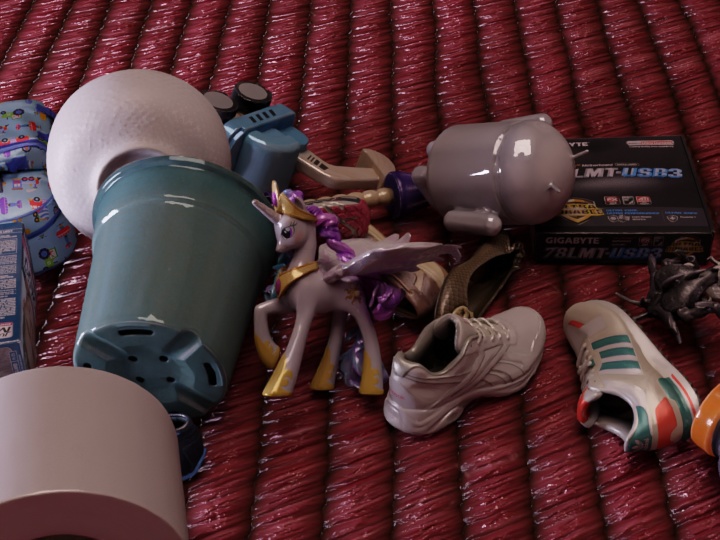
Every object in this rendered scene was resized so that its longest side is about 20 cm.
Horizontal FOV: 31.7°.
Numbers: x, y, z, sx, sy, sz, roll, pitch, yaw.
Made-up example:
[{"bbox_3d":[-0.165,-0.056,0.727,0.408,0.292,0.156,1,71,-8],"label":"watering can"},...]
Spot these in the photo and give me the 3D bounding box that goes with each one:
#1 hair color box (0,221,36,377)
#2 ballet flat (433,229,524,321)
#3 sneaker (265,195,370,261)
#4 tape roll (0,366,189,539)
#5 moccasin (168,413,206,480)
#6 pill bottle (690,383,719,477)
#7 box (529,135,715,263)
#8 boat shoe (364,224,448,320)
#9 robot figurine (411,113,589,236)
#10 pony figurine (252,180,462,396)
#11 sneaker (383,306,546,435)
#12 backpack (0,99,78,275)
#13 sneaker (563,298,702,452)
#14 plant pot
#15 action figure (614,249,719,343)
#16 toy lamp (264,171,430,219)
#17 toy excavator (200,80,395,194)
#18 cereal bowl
[{"bbox_3d":[-0.363,0.049,1.281,0.060,0.101,0.201,-7,38,-8],"label":"hair color box"},{"bbox_3d":[0.128,0.016,1.333,0.046,0.068,0.200,7,32,25],"label":"ballet flat"},{"bbox_3d":[-0.085,-0.048,1.348,0.199,0.081,0.075,-12,46,18],"label":"sneaker"},{"bbox_3d":[-0.238,0.195,1.005,0.201,0.204,0.140,-8,37,-7],"label":"tape roll"},{"bbox_3d":[-0.241,0.145,1.177,0.198,0.069,0.081,0,38,4],"label":"moccasin"},{"bbox_3d":[0.382,0.171,1.085,0.106,0.107,0.200,-28,45,-30],"label":"pill bottle"},{"bbox_3d":[0.291,-0.085,1.467,0.198,0.050,0.199,0,39,3],"label":"box"},{"bbox_3d":[0.000,0.000,1.355,0.199,0.072,0.072,28,48,27],"label":"boat shoe"},{"bbox_3d":[0.153,-0.107,1.396,0.199,0.113,0.170,3,56,44],"label":"robot figurine"},{"bbox_3d":[-0.017,0.018,1.228,0.192,0.202,0.166,2,0,-25],"label":"pony figurine"},{"bbox_3d":[0.108,0.077,1.223,0.199,0.100,0.078,-30,46,-31],"label":"sneaker"},{"bbox_3d":[-0.408,-0.081,1.426,0.181,0.135,0.201,-8,41,-7],"label":"backpack"},{"bbox_3d":[0.235,0.100,1.211,0.093,0.071,0.200,-17,40,-20],"label":"sneaker"},{"bbox_3d":[-0.186,0.028,1.242,0.199,0.201,0.197,2,46,5],"label":"plant pot"},{"bbox_3d":[0.367,0.022,1.289,0.199,0.102,0.119,-22,43,18],"label":"action figure"},{"bbox_3d":[-0.011,-0.079,1.457,0.199,0.059,0.058,-8,37,-18],"label":"toy lamp"},{"bbox_3d":[-0.083,-0.131,1.489,0.200,0.100,0.194,37,35,20],"label":"toy excavator"},{"bbox_3d":[-0.232,-0.104,1.332,0.199,0.201,0.083,-7,29,-7],"label":"cereal bowl"}]
